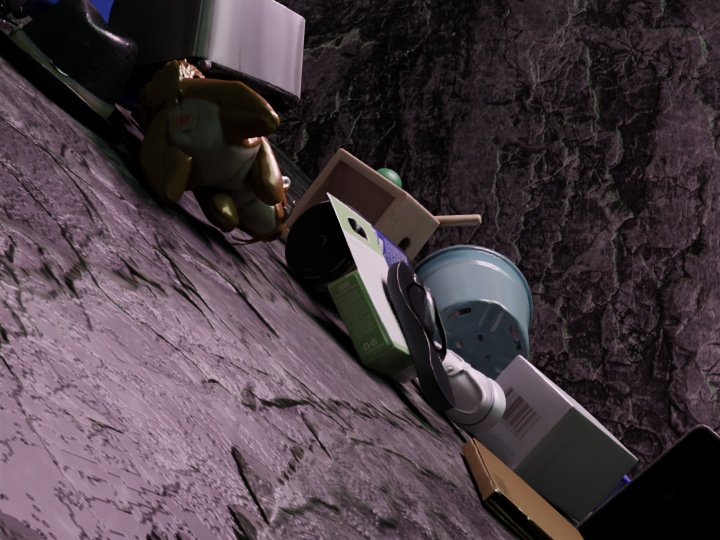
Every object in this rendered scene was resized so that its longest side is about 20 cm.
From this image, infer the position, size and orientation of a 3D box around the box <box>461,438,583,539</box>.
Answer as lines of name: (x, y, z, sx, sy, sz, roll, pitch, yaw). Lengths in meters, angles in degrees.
box: (0.178, 0.251, 1.269, 0.163, 0.021, 0.200, 42, 3, -5)

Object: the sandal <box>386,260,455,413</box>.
sandal: (0.078, 0.071, 1.414, 0.076, 0.043, 0.200, 48, 19, -50)

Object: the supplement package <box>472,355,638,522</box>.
supplement package: (0.242, 0.217, 1.599, 0.200, 0.117, 0.117, 38, 5, -45)

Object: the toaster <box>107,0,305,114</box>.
toaster: (-0.175, -0.250, 1.442, 0.200, 0.119, 0.181, -1, -10, 40)

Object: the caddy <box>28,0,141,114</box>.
caddy: (-0.321, -0.279, 1.561, 0.200, 0.105, 0.141, 41, -18, -8)

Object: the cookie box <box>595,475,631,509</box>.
cookie box: (0.327, 0.287, 2.007, 0.200, 0.075, 0.171, 41, 4, -23)

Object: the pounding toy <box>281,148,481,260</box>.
pounding toy: (0.027, -0.064, 1.800, 0.184, 0.200, 0.142, 38, 0, 39)

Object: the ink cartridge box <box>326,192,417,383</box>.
ink cartridge box: (0.007, 0.023, 1.436, 0.200, 0.048, 0.146, 65, 13, 21)

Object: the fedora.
fedora: (-0.295, -0.232, 1.329, 0.201, 0.092, 0.201, 43, 4, -4)

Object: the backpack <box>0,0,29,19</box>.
backpack: (-0.439, -0.397, 1.429, 0.126, 0.167, 0.200, 24, 1, 20)

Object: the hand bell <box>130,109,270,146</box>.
hand bell: (-0.218, -0.164, 1.583, 0.200, 0.104, 0.104, 31, -2, 30)

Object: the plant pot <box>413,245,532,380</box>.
plant pot: (0.151, 0.085, 1.752, 0.200, 0.200, 0.196, 42, 12, -9)

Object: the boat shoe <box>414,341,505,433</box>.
boat shoe: (0.102, 0.136, 1.533, 0.065, 0.074, 0.200, 34, -3, -31)

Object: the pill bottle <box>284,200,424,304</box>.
pill bottle: (0.000, 0.000, 1.609, 0.112, 0.112, 0.200, 45, 5, 40)

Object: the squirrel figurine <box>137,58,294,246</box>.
squirrel figurine: (-0.147, -0.119, 1.315, 0.200, 0.142, 0.187, 48, 0, 34)

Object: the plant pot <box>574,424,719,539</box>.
plant pot: (0.391, 0.335, 1.394, 0.200, 0.200, 0.177, 46, -8, 49)

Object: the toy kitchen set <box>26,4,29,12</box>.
toy kitchen set: (-0.390, -0.385, 1.705, 0.180, 0.200, 0.163, 39, 46, -36)
